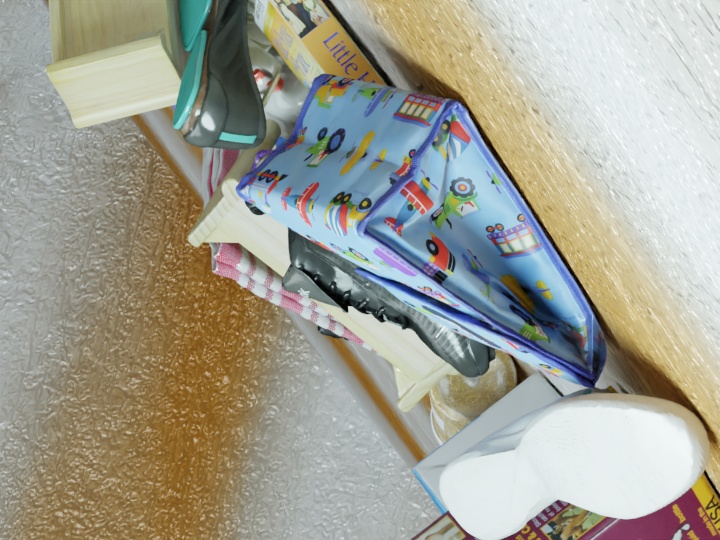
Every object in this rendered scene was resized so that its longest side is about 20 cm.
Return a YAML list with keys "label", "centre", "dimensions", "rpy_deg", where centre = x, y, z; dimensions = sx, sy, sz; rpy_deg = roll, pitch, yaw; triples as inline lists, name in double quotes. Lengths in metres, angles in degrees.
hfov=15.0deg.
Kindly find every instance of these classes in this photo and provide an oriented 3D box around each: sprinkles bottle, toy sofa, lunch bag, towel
- label: "sprinkles bottle"
  centre: [0.086, 0.099, 2.089]
  dimensions: [0.068, 0.068, 0.200]
  rpy_deg: [52, 174, 11]
- label: "toy sofa"
  centre: [-0.167, -0.194, 1.858]
  dimensions: [0.098, 0.082, 0.201]
  rpy_deg: [65, -165, -59]
- label: "lunch bag"
  centre: [0.052, -0.010, 1.550]
  dimensions: [0.200, 0.094, 0.150]
  rpy_deg: [43, 168, -29]
- label: "towel"
  centre: [-0.024, -0.012, 1.923]
  dimensions: [0.199, 0.030, 0.147]
  rpy_deg: [27, -148, -24]
- label: "toy sofa"
  centre: [-0.004, -0.011, 1.814]
  dimensions: [0.200, 0.098, 0.083]
  rpy_deg: [38, -144, -7]

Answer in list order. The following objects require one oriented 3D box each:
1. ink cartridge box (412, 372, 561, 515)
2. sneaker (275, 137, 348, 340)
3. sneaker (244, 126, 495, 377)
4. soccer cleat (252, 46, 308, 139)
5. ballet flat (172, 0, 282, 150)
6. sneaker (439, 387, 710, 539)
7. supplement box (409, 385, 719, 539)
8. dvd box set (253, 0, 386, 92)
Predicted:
- label: "ink cartridge box"
  centre: [0.134, 0.184, 1.950]
  dimensions: [0.067, 0.116, 0.200]
  rpy_deg: [46, 171, 51]
- label: "sneaker"
  centre: [-0.044, -0.039, 2.077]
  dimensions: [0.200, 0.111, 0.077]
  rpy_deg: [54, 175, -9]
- label: "sneaker"
  centre: [0.000, 0.000, 1.707]
  dimensions: [0.200, 0.090, 0.066]
  rpy_deg: [51, 176, 8]
- label: "soccer cleat"
  centre: [-0.062, -0.131, 1.887]
  dimensions: [0.078, 0.069, 0.200]
  rpy_deg: [52, 173, -30]
- label: "ballet flat"
  centre: [-0.086, -0.149, 1.797]
  dimensions: [0.068, 0.068, 0.201]
  rpy_deg: [17, -135, -18]
- label: "sneaker"
  centre: [0.130, 0.092, 1.528]
  dimensions: [0.200, 0.088, 0.076]
  rpy_deg: [-18, 105, 51]
- label: "supplement box"
  centre: [0.111, 0.176, 1.604]
  dimensions: [0.086, 0.200, 0.110]
  rpy_deg: [56, 174, -30]
- label: "dvd box set"
  centre: [0.005, -0.095, 1.702]
  dimensions: [0.200, 0.029, 0.146]
  rpy_deg: [53, 175, 0]
